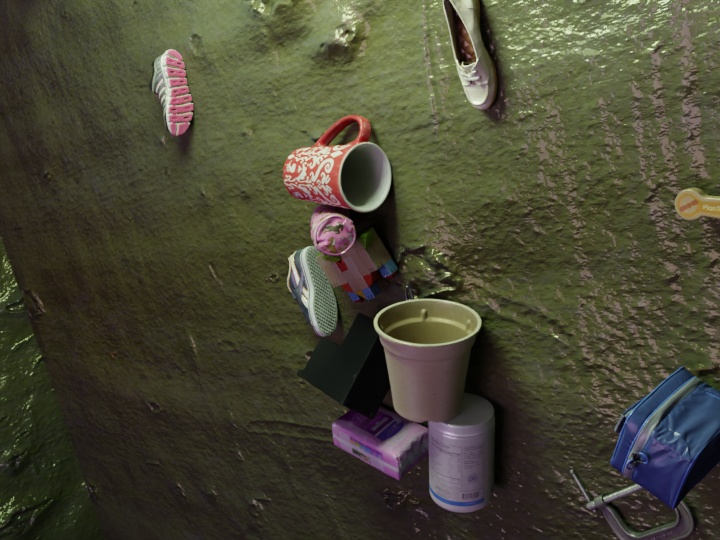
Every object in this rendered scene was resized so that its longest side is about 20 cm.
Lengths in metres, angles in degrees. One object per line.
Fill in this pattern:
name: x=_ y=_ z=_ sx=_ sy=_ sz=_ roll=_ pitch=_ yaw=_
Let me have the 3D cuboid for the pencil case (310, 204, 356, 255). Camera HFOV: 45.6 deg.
pencil case: x=-0.056 y=-0.084 z=1.708 sx=0.200 sy=0.082 sz=0.087 roll=-108 pitch=30 yaw=-76

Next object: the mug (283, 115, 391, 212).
mug: x=-0.042 y=-0.205 z=1.709 sx=0.199 sy=0.178 sz=0.133 roll=9 pitch=151 yaw=49

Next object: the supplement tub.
supplement tub: x=0.198 y=0.357 z=1.681 sx=0.132 sy=0.132 sz=0.201 roll=18 pitch=119 yaw=41

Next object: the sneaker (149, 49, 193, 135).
sneaker: x=-0.460 y=-0.425 z=2.061 sx=0.087 sy=0.074 sz=0.201 roll=7 pitch=108 yaw=44

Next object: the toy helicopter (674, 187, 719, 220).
toy helicopter: x=0.526 y=-0.091 z=1.171 sx=0.199 sy=0.079 sz=0.133 roll=14 pitch=117 yaw=47

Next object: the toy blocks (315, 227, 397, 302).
toy blocks: x=0.000 y=0.000 z=1.768 sx=0.200 sy=0.100 sz=0.137 roll=-23 pitch=102 yaw=49

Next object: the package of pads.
package of pads: x=0.047 y=0.361 z=1.849 sx=0.199 sy=0.120 sz=0.076 roll=20 pitch=127 yaw=40

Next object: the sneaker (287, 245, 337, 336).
sneaker: x=-0.109 y=0.050 z=1.905 sx=0.079 sy=0.078 sz=0.201 roll=-13 pitch=87 yaw=44

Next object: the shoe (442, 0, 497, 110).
shoe: x=0.177 y=-0.364 z=1.427 sx=0.070 sy=0.053 sz=0.201 roll=-2 pitch=107 yaw=47

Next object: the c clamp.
c clamp: x=0.474 y=0.407 z=1.491 sx=0.200 sy=0.027 sz=0.171 roll=-36 pitch=81 yaw=49

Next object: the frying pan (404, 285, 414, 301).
frying pan: x=0.103 y=0.138 z=1.722 sx=0.115 sy=0.031 sz=0.191 roll=-33 pitch=84 yaw=14

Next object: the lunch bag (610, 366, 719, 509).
lunch bag: x=0.466 y=0.249 z=1.295 sx=0.132 sy=0.199 sz=0.136 roll=35 pitch=136 yaw=34

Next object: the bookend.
bookend: x=-0.012 y=0.178 z=1.806 sx=0.200 sy=0.092 sz=0.199 roll=20 pitch=81 yaw=55

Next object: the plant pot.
plant pot: x=0.128 y=0.177 z=1.618 sx=0.200 sy=0.200 sz=0.185 roll=18 pitch=120 yaw=41
